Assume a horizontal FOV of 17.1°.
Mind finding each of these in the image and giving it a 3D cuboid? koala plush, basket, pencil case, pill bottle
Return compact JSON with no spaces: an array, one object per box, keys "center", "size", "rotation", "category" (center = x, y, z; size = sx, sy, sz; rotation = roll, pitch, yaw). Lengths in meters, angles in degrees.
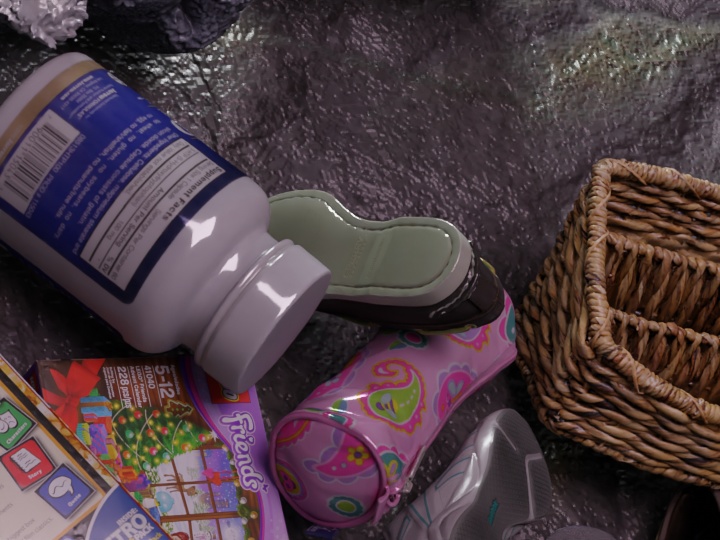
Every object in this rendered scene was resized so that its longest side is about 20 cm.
[{"center":[-0.173,-0.198,1.435],"size":[0.177,0.184,0.200],"rotation":[31,38,33],"category":"koala plush"},{"center":[0.216,0.039,1.515],"size":[0.200,0.149,0.143],"rotation":[15,32,-22],"category":"basket"},{"center":[0.023,0.076,1.436],"size":[0.087,0.087,0.200],"rotation":[44,40,-1],"category":"pencil case"},{"center":[-0.122,-0.023,1.387],"size":[0.200,0.120,0.120],"rotation":[37,52,8],"category":"pill bottle"}]

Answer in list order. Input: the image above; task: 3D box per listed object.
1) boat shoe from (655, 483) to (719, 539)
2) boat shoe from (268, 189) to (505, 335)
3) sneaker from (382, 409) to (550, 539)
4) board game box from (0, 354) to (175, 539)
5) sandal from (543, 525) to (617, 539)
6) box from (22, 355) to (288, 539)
[{"center":[0.204,0.192,1.461],"size":[0.060,0.072,0.200],"rotation":[54,25,-9],"category":"boat shoe"},{"center":[0.000,0.000,1.439],"size":[0.061,0.201,0.072],"rotation":[39,72,-40],"category":"boat shoe"},{"center":[0.056,0.147,1.434],"size":[0.070,0.080,0.200],"rotation":[61,30,-13],"category":"sneaker"},{"center":[-0.207,0.142,1.286],"size":[0.151,0.046,0.200],"rotation":[-39,79,-26],"category":"board game box"},{"center":[0.125,0.243,1.359],"size":[0.076,0.043,0.200],"rotation":[-2,74,-10],"category":"sandal"},{"center":[-0.112,0.146,1.372],"size":[0.137,0.039,0.200],"rotation":[-1,65,-30],"category":"box"}]
